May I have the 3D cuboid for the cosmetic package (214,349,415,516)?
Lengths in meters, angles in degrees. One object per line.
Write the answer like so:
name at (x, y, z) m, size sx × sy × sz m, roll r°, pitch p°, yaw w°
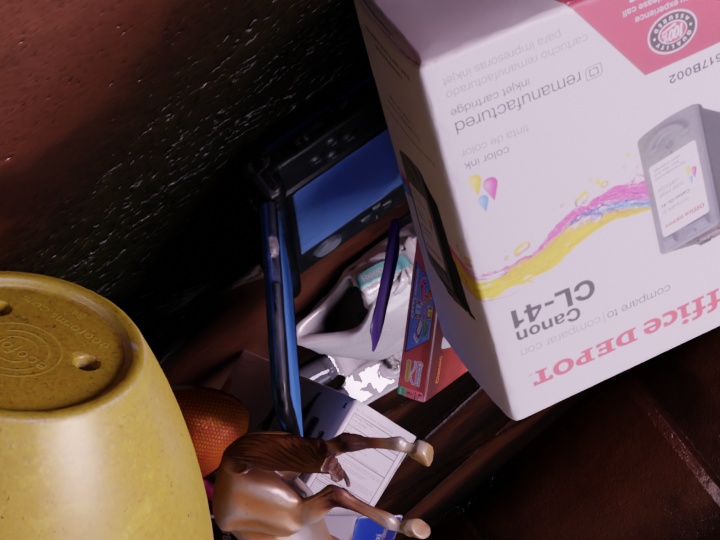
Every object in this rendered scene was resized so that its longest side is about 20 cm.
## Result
cosmetic package at (-0.044, 0.107, 1.069) m, size 0.083 × 0.051 × 0.200 m, roll -57°, pitch -158°, yaw -8°

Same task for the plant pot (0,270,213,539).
plant pot at (-0.148, 0.085, 0.711) m, size 0.200 × 0.200 × 0.142 m, roll -25°, pitch 137°, yaw -46°

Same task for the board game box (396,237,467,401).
board game box at (0.061, -0.040, 0.890) m, size 0.103 × 0.019 × 0.200 m, roll -28°, pitch 131°, yaw -54°

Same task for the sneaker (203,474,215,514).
sneaker at (-0.149, 0.132, 1.000) m, size 0.074 × 0.081 × 0.200 m, roll 2°, pitch -179°, yaw 22°

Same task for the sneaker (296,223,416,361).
sneaker at (0.036, -0.001, 1.135) m, size 0.200 × 0.075 × 0.088 m, roll -43°, pitch 155°, yaw 29°

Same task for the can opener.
can opener at (-0.033, 0.091, 1.283) m, size 0.200 × 0.053 × 0.066 m, roll -30°, pitch -175°, yaw -23°

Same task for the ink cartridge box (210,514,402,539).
ink cartridge box at (-0.078, 0.178, 0.950) m, size 0.200 × 0.039 × 0.100 m, roll 1°, pitch 131°, yaw -18°

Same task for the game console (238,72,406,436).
game console at (0.000, 0.000, 0.908) m, size 0.171 × 0.118 × 0.200 m, roll -35°, pitch 168°, yaw -8°

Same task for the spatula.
spatula at (0.044, -0.049, 0.900) m, size 0.200 × 0.021 × 0.057 m, roll -61°, pitch 169°, yaw -17°

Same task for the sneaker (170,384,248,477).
sneaker at (-0.133, 0.117, 0.864) m, size 0.200 × 0.077 × 0.073 m, roll -23°, pitch 133°, yaw -34°

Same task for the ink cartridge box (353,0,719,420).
ink cartridge box at (0.096, -0.052, 0.776) m, size 0.147 × 0.086 × 0.200 m, roll -24°, pitch 126°, yaw -8°

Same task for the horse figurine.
horse figurine at (-0.024, 0.126, 0.845) m, size 0.200 × 0.132 × 0.050 m, roll 75°, pitch 24°, yaw -51°
